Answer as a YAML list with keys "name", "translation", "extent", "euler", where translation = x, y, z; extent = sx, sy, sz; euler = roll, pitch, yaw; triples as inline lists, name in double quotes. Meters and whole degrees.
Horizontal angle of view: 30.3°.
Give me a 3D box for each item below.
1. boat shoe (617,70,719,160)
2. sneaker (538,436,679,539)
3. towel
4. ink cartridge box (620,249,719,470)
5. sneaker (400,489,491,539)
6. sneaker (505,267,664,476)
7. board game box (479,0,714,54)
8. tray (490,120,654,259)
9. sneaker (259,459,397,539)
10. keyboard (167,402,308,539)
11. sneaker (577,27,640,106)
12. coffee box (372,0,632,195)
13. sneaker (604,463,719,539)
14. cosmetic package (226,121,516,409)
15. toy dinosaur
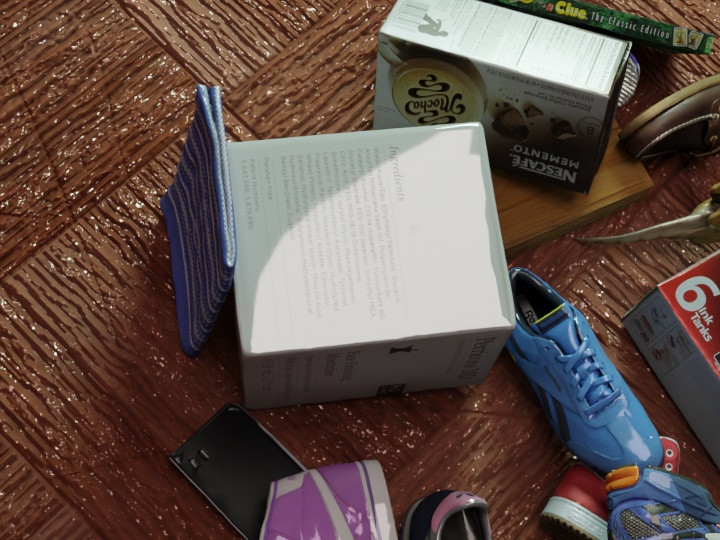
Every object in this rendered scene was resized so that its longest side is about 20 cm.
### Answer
- name: "boat shoe"
  translation: [0.318, -0.139, 1.212]
  extent: [0.199, 0.070, 0.071]
  euler: [-27, 83, -32]
- name: "sneaker"
  translation: [0.253, 0.207, 1.060]
  extent: [0.199, 0.071, 0.113]
  euler: [33, 67, 5]
- name: "towel"
  translation: [-0.124, -0.031, 1.005]
  extent: [0.024, 0.200, 0.146]
  euler: [-3, 69, -16]
- name: "ink cartridge box"
  translation: [0.354, 0.074, 1.133]
  extent: [0.175, 0.084, 0.201]
  euler: [-27, 75, -23]
- name: "sneaker"
  translation: [0.072, 0.262, 0.983]
  extent: [0.070, 0.082, 0.202]
  euler: [0, 72, -24]
- name: "sneaker"
  translation: [0.169, 0.080, 1.060]
  extent: [0.066, 0.079, 0.201]
  euler: [-29, 57, -8]
- name: "board game box"
  translation: [0.215, -0.232, 1.226]
  extent: [0.198, 0.105, 0.024]
  euler: [12, 97, -8]
- name: "tray"
  translation: [0.152, -0.077, 1.178]
  extent: [0.199, 0.037, 0.099]
  euler: [-23, 74, -20]
- name: "sneaker"
  translation: [-0.021, 0.240, 0.967]
  extent: [0.113, 0.073, 0.202]
  euler: [-6, 55, -17]
- name: "keyboard"
  translation: [-0.071, 0.207, 1.015]
  extent: [0.200, 0.021, 0.127]
  euler: [44, 59, 9]
- name: "sneaker"
  translation: [0.159, -0.194, 1.217]
  extent: [0.199, 0.070, 0.100]
  euler: [15, 26, 14]
- name: "coffee box"
  translation: [0.117, -0.154, 1.128]
  extent: [0.199, 0.114, 0.080]
  euler: [18, 50, 11]
- name: "sneaker"
  translation: [0.268, 0.212, 0.990]
  extent: [0.199, 0.075, 0.079]
  euler: [19, 69, -3]
- name: "cosmetic package"
  translation: [0.000, 0.000, 1.022]
  extent: [0.198, 0.165, 0.166]
  euler: [-5, 72, -5]
- name: "toy dinosaur"
  translation: [0.303, -0.041, 1.170]
  extent: [0.198, 0.106, 0.061]
  euler: [-7, 65, -23]
